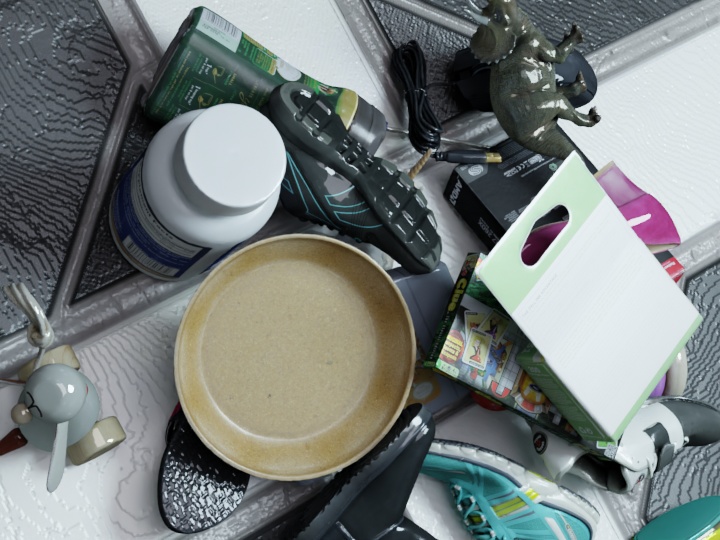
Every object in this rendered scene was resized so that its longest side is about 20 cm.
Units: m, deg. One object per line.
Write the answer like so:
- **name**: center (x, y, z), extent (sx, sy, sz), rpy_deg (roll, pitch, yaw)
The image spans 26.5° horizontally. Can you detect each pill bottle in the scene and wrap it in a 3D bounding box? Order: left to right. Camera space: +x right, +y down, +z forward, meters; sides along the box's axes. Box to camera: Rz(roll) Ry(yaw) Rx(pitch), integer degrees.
- **pill bottle**: center (-0.130, -0.065, 1.233), extent (0.111, 0.200, 0.111), rpy_deg (5, 75, -21)

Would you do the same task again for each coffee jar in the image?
- **coffee jar**: center (-0.081, -0.137, 1.323), extent (0.200, 0.104, 0.085), rpy_deg (29, 24, -13)

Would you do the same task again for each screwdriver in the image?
- **screwdriver**: center (0.039, -0.132, 1.409), extent (0.200, 0.028, 0.029), rpy_deg (4, 104, -17)

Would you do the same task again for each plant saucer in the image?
- **plant saucer**: center (-0.055, 0.068, 1.236), extent (0.200, 0.035, 0.201), rpy_deg (-2, 98, -16)

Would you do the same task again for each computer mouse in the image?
- **computer mouse**: center (0.133, -0.162, 1.410), extent (0.200, 0.046, 0.141), rpy_deg (1, 59, -11)

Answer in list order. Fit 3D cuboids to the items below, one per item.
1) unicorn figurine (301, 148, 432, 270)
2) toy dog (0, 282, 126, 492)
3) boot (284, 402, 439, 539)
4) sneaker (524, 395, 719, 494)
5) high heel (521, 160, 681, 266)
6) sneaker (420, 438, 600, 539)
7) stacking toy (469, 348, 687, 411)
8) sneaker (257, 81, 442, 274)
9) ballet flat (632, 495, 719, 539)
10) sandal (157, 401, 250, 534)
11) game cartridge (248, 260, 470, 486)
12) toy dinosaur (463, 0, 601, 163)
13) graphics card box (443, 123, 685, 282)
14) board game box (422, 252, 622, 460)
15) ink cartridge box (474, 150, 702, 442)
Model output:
- **unicorn figurine**: center (0.000, 0.000, 1.339), extent (0.137, 0.074, 0.200), rpy_deg (-16, 109, -21)
- **toy dog**: center (-0.249, 0.109, 1.167), extent (0.096, 0.200, 0.132), rpy_deg (-33, 65, -9)
- **boot**: center (0.063, 0.231, 1.281), extent (0.200, 0.066, 0.165), rpy_deg (42, 98, -9)
- **sneaker**: center (0.245, 0.163, 1.374), extent (0.200, 0.074, 0.089), rpy_deg (1, 54, -20)
- **high heel**: center (0.184, -0.002, 1.323), extent (0.200, 0.067, 0.096), rpy_deg (-40, 83, -21)
- **sneaker**: center (0.118, 0.204, 1.338), extent (0.200, 0.078, 0.080), rpy_deg (29, 80, -11)
- **stacking toy**: center (0.193, 0.094, 1.393), extent (0.200, 0.085, 0.086), rpy_deg (-7, 80, -18)
- **sneaker**: center (-0.015, -0.067, 1.275), extent (0.200, 0.079, 0.075), rpy_deg (46, 32, -6)
- **ballet flat**: center (0.262, 0.274, 1.388), extent (0.200, 0.067, 0.067), rpy_deg (-25, 108, -22)
- **sandal**: center (-0.128, 0.130, 1.278), extent (0.075, 0.045, 0.200), rpy_deg (21, 56, -22)
- **game cartridge**: center (0.005, 0.080, 1.299), extent (0.200, 0.042, 0.133), rpy_deg (-30, 114, -13)
- **toy dinosaur**: center (0.154, -0.164, 1.370), extent (0.102, 0.077, 0.200), rpy_deg (-15, 102, -4)
- **graphics card box**: center (0.185, -0.036, 1.402), extent (0.125, 0.051, 0.200), rpy_deg (-30, 71, -25)
- **board game box**: center (0.153, 0.074, 1.284), extent (0.200, 0.023, 0.105), rpy_deg (28, 73, -25)
- **ink cartridge box**: center (0.181, 0.023, 1.261), extent (0.200, 0.048, 0.146), rpy_deg (48, 67, -19)
